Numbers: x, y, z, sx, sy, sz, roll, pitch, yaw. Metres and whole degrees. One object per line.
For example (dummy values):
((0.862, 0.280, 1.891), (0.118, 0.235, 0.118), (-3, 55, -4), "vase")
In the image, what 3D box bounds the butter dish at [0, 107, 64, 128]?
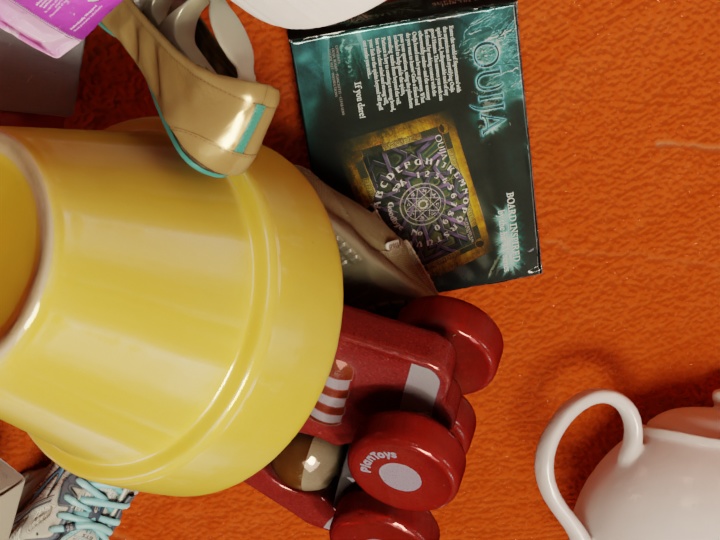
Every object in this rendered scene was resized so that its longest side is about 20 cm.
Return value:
((-0.284, -0.012, 1.195), (0.148, 0.199, 0.201), (28, 118, 22), "butter dish")

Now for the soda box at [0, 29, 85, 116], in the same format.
((-0.251, -0.136, 1.157), (0.199, 0.064, 0.068), (4, 124, -14), "soda box")

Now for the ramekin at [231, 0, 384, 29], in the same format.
((-0.021, -0.218, 1.064), (0.200, 0.201, 0.098), (-38, 132, 17), "ramekin")

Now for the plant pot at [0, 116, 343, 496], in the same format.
((-0.140, 0.008, 1.105), (0.201, 0.201, 0.189), (-43, 148, 20), "plant pot")

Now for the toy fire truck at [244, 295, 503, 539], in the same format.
((-0.017, 0.085, 1.253), (0.167, 0.112, 0.200), (19, 142, 4), "toy fire truck")

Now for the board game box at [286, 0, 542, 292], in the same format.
((0.036, -0.071, 1.279), (0.135, 0.028, 0.201), (-10, 127, -1), "board game box")

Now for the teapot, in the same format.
((0.231, 0.151, 1.408), (0.197, 0.200, 0.147), (8, 89, 20), "teapot")

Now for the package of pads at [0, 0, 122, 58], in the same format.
((-0.151, -0.213, 1.035), (0.120, 0.200, 0.076), (-40, 138, 18), "package of pads")

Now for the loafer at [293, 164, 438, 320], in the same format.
((0.000, 0.000, 1.270), (0.076, 0.068, 0.200), (-20, 143, 16), "loafer")

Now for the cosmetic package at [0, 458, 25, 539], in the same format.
((-0.292, 0.193, 1.356), (0.103, 0.073, 0.200), (34, 123, 19), "cosmetic package")

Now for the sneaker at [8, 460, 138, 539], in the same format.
((-0.170, 0.146, 1.364), (0.077, 0.086, 0.200), (28, 117, -28), "sneaker")

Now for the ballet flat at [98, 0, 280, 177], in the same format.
((-0.096, -0.131, 1.115), (0.068, 0.200, 0.063), (8, 127, -46), "ballet flat")
